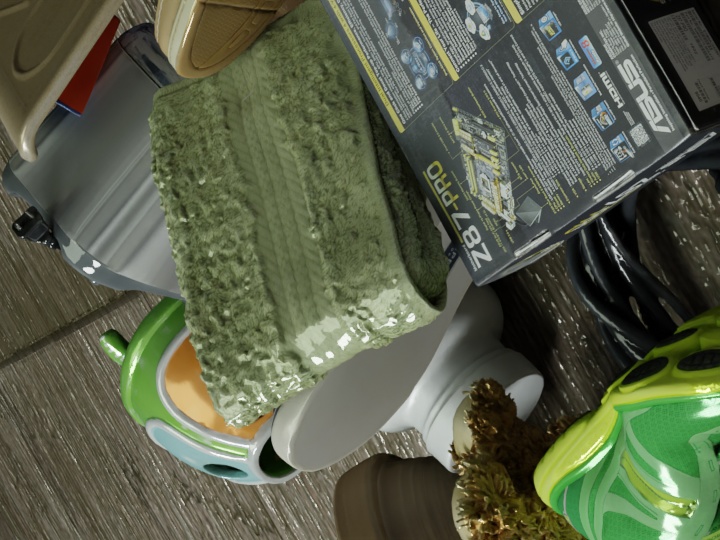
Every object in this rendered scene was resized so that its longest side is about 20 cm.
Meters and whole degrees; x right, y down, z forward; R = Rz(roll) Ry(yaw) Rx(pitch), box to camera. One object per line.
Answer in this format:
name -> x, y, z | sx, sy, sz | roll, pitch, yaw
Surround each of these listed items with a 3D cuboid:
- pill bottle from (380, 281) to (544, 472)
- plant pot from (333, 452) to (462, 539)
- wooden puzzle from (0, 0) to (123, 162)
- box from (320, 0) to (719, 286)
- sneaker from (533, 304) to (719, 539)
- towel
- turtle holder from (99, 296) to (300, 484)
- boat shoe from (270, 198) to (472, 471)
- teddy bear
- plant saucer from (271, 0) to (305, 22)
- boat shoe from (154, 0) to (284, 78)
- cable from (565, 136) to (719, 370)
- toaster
pill bottle -> 0.010, 0.019, 0.891 | 0.200, 0.104, 0.105 | 45, 150, 25
plant pot -> 0.078, 0.179, 0.905 | 0.201, 0.092, 0.201 | 50, -165, -19
wooden puzzle -> -0.155, -0.176, 0.900 | 0.046, 0.201, 0.185 | 25, -166, -33
box -> 0.059, -0.114, 0.684 | 0.161, 0.049, 0.201 | -39, 77, 50
sneaker -> 0.140, 0.076, 0.673 | 0.084, 0.074, 0.200 | 50, 157, 13
towel -> -0.039, -0.036, 0.778 | 0.148, 0.036, 0.201 | -31, 58, 25
turtle holder -> -0.084, 0.087, 1.078 | 0.132, 0.140, 0.186 | 42, 148, 29
boat shoe -> 0.000, 0.000, 0.812 | 0.093, 0.201, 0.075 | 33, 176, 38
teddy bear -> 0.112, 0.137, 0.801 | 0.067, 0.145, 0.200 | -31, 106, 23
plant saucer -> -0.035, -0.191, 0.839 | 0.200, 0.029, 0.201 | 41, 148, 33
boat shoe -> -0.060, -0.192, 0.758 | 0.069, 0.074, 0.201 | 38, 118, 24
cable -> 0.166, 0.014, 0.681 | 0.201, 0.051, 0.163 | 58, 153, 4
toaster -> -0.118, -0.063, 0.939 | 0.114, 0.129, 0.200 | 45, -169, 23
